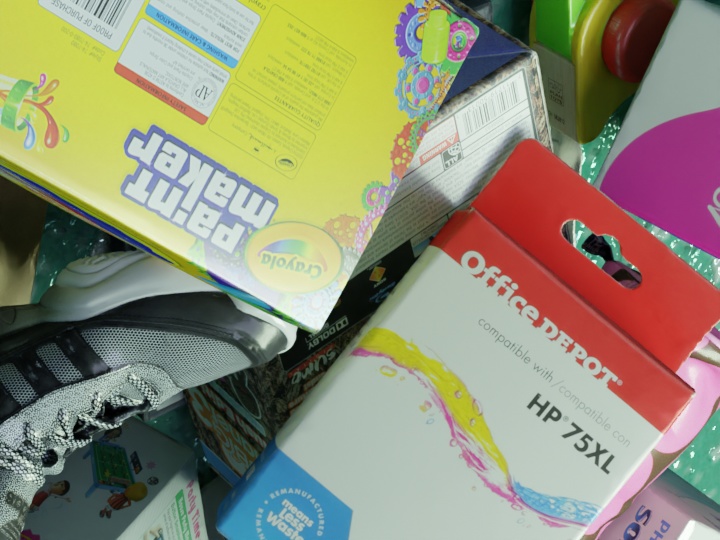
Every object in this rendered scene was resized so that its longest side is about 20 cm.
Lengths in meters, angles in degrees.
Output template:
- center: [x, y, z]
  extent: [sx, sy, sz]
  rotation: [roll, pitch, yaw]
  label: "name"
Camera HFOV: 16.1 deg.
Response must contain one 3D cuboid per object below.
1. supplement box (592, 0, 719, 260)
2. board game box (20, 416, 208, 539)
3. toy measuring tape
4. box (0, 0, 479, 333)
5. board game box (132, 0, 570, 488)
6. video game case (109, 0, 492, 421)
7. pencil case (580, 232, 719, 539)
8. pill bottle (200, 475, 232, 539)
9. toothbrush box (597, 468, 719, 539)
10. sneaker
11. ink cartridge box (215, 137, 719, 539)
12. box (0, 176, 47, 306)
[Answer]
- center: [0.197, -0.059, 1.202]
  extent: [0.104, 0.101, 0.200]
  rotation: [-64, 161, 9]
  label: "supplement box"
- center: [-0.141, 0.172, 1.043]
  extent: [0.200, 0.064, 0.148]
  rotation: [-48, 151, -31]
  label: "board game box"
- center: [0.117, -0.085, 1.197]
  extent: [0.073, 0.074, 0.201]
  rotation: [-25, 129, -27]
  label: "toy measuring tape"
- center: [-0.106, -0.094, 0.869]
  extent: [0.200, 0.192, 0.122]
  rotation: [30, 86, -38]
  label: "box"
- center: [0.000, 0.000, 1.094]
  extent: [0.159, 0.097, 0.200]
  rotation: [-34, 136, -20]
  label: "board game box"
- center: [-0.022, -0.029, 1.140]
  extent: [0.200, 0.019, 0.143]
  rotation: [-26, 133, -28]
  label: "video game case"
- center: [0.072, 0.087, 1.084]
  extent: [0.200, 0.091, 0.094]
  rotation: [-51, 171, -2]
  label: "pencil case"
- center: [-0.029, 0.199, 1.209]
  extent: [0.114, 0.114, 0.201]
  rotation: [-18, 125, -32]
  label: "pill bottle"
- center: [0.109, 0.123, 1.219]
  extent: [0.146, 0.200, 0.085]
  rotation: [29, 95, -47]
  label: "toothbrush box"
- center: [-0.118, 0.063, 0.959]
  extent: [0.199, 0.114, 0.076]
  rotation: [-8, 153, 9]
  label: "sneaker"
- center: [0.048, 0.056, 1.006]
  extent: [0.116, 0.067, 0.200]
  rotation: [39, 90, -2]
  label: "ink cartridge box"
- center: [-0.189, -0.051, 0.983]
  extent: [0.163, 0.021, 0.201]
  rotation: [-5, 120, -36]
  label: "box"
